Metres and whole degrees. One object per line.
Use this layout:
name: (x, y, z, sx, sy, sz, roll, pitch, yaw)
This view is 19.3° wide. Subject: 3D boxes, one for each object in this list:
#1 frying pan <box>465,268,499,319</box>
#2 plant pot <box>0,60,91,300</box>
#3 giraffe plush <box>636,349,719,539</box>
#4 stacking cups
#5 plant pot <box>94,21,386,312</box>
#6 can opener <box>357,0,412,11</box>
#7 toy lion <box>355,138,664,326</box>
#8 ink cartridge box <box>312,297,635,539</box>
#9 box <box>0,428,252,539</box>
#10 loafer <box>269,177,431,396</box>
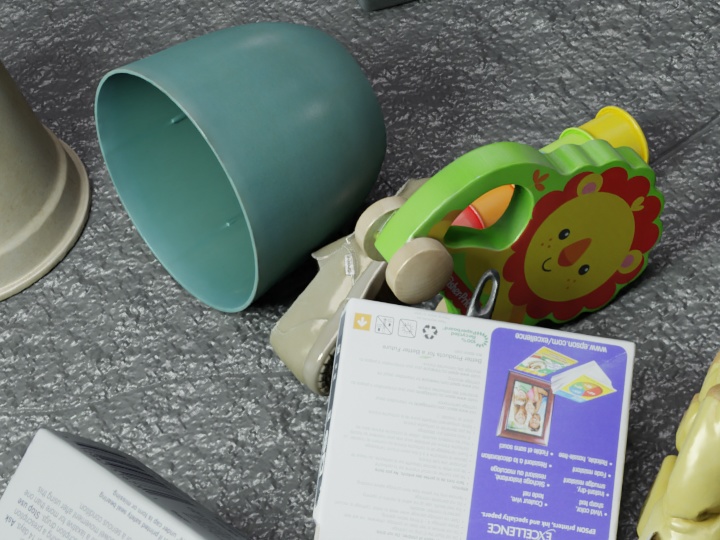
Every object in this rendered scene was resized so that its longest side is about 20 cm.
frying pan: (0.043, 0.098, 1.444, 0.114, 0.031, 0.192, -3, 86, 2)
plant pot: (-0.334, -0.102, 1.670, 0.199, 0.184, 0.201, -7, 49, 8)
giraffe plush: (0.262, 0.167, 1.323, 0.161, 0.173, 0.200, 24, 46, 6)
stacking cups: (0.121, -0.059, 1.573, 0.199, 0.061, 0.060, -26, 47, -26)
plant pot: (-0.077, -0.094, 1.600, 0.160, 0.202, 0.200, -31, 49, -26)
can opener: (0.087, -0.275, 1.797, 0.199, 0.067, 0.053, -17, 49, 6)
toy lion: (0.119, -0.024, 1.487, 0.191, 0.200, 0.069, -40, 48, 4)
ink cartridge box: (0.072, 0.130, 1.385, 0.196, 0.043, 0.202, 9, 71, -2)
box: (-0.160, 0.235, 1.337, 0.183, 0.105, 0.201, 29, 91, 33)
loafer: (0.000, 0.000, 1.570, 0.068, 0.076, 0.200, 24, 60, 23)
